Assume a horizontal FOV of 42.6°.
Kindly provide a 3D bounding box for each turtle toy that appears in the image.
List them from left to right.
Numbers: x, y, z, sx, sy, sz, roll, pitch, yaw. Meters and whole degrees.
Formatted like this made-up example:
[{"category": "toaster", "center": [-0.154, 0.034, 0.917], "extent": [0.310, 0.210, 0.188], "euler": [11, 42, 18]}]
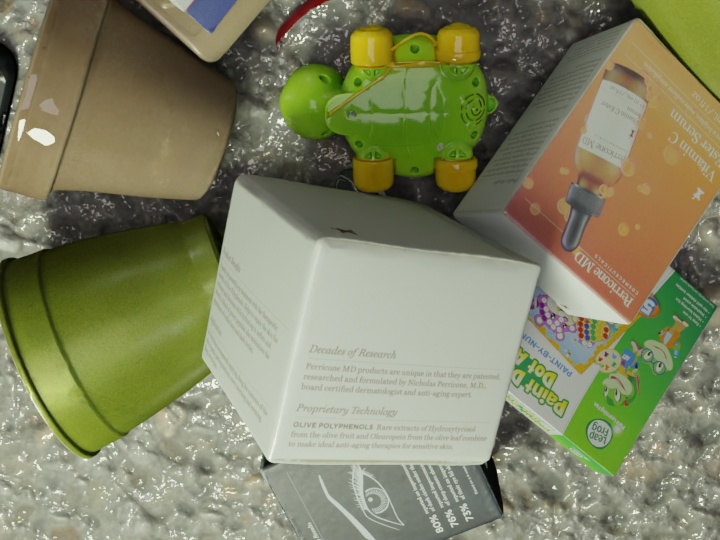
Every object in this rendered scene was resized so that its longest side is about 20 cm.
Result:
[{"category": "turtle toy", "center": [0.025, -0.151, 0.834], "extent": [0.197, 0.101, 0.148], "euler": [0, 111, 0]}]

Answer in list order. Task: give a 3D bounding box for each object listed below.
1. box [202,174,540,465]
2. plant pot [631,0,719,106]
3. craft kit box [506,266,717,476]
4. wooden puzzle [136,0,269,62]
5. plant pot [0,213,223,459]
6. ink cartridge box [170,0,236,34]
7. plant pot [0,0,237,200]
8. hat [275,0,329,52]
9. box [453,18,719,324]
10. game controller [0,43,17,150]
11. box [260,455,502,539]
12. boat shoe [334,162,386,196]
[{"category": "box", "center": [-0.002, 0.036, 0.754], "extent": [0.198, 0.199, 0.174], "euler": [6, 105, -26]}, {"category": "plant pot", "center": [0.346, -0.201, 0.780], "extent": [0.186, 0.188, 0.201], "euler": [-30, 117, 11]}, {"category": "craft kit box", "center": [0.209, 0.053, 0.874], "extent": [0.199, 0.048, 0.198], "euler": [38, 81, -8]}, {"category": "wooden puzzle", "center": [-0.148, -0.313, 0.808], "extent": [0.200, 0.046, 0.186], "euler": [41, 83, -13]}, {"category": "plant pot", "center": [-0.204, 0.044, 0.871], "extent": [0.191, 0.200, 0.202], "euler": [-23, 104, -3]}, {"category": "ink cartridge box", "center": [-0.109, -0.304, 0.700], "extent": [0.197, 0.043, 0.200], "euler": [-51, 140, 5]}, {"category": "plant pot", "center": [-0.208, -0.143, 0.823], "extent": [0.173, 0.200, 0.202], "euler": [17, 107, -22]}, {"category": "hat", "center": [0.014, -0.324, 0.830], "extent": [0.199, 0.175, 0.167], "euler": [-29, 106, -30]}, {"category": "box", "center": [0.207, -0.081, 0.795], "extent": [0.152, 0.106, 0.201], "euler": [38, 81, -15]}, {"category": "game controller", "center": [-0.403, -0.135, 0.902], "extent": [0.103, 0.042, 0.202], "euler": [15, 107, -16]}, {"category": "box", "center": [0.022, 0.195, 0.922], "extent": [0.198, 0.104, 0.149], "euler": [-23, 107, 10]}, {"category": "boat shoe", "center": [0.000, 0.000, 0.888], "extent": [0.061, 0.073, 0.203], "euler": [-21, 112, -30]}]
